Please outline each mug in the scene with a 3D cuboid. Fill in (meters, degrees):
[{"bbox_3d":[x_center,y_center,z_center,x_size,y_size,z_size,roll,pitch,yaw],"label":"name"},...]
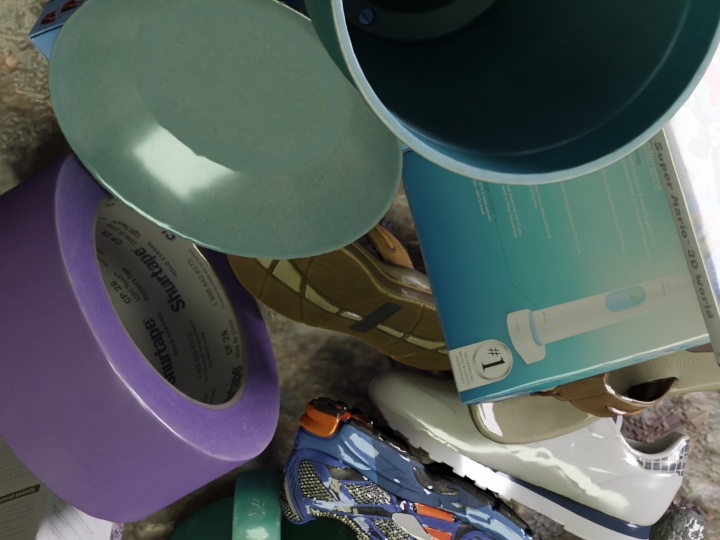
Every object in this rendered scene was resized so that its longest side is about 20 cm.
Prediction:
[{"bbox_3d":[-0.052,0.204,1.801,0.152,0.115,0.185,29,123,-17],"label":"mug"}]

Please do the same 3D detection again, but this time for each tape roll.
[{"bbox_3d":[-0.138,0.035,1.623,0.085,0.200,0.200,-30,120,24],"label":"tape roll"}]

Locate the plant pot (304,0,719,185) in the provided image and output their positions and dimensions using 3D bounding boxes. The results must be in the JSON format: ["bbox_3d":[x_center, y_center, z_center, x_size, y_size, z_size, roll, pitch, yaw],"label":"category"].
[{"bbox_3d":[0.053,-0.158,1.404,0.199,0.188,0.201,-4,105,-17],"label":"plant pot"}]

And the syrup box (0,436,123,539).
[{"bbox_3d":[-0.193,0.143,1.707,0.081,0.200,0.079,-20,124,19],"label":"syrup box"}]

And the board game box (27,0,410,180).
[{"bbox_3d":[-0.062,-0.111,1.578,0.199,0.037,0.151,-17,126,35],"label":"board game box"}]

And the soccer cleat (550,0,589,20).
[{"bbox_3d":[0.189,-0.139,1.529,0.199,0.077,0.067,3,129,-20],"label":"soccer cleat"}]

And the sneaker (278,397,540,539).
[{"bbox_3d":[0.034,0.153,1.730,0.200,0.075,0.079,32,95,-14],"label":"sneaker"}]

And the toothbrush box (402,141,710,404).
[{"bbox_3d":[0.139,-0.021,1.594,0.199,0.085,0.147,-18,84,16],"label":"toothbrush box"}]

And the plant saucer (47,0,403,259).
[{"bbox_3d":[-0.068,-0.090,1.546,0.200,0.039,0.202,13,138,12],"label":"plant saucer"}]

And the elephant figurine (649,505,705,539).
[{"bbox_3d":[0.128,0.251,1.776,0.199,0.141,0.156,-15,92,13],"label":"elephant figurine"}]

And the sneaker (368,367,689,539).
[{"bbox_3d":[0.101,0.096,1.747,0.199,0.076,0.081,24,102,-10],"label":"sneaker"}]

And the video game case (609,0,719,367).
[{"bbox_3d":[0.214,-0.068,1.500,0.018,0.143,0.201,0,111,58],"label":"video game case"}]

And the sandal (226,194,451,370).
[{"bbox_3d":[0.000,0.000,1.683,0.200,0.054,0.080,26,141,-35],"label":"sandal"}]

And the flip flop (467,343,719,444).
[{"bbox_3d":[0.159,0.053,1.685,0.199,0.058,0.082,-10,99,1],"label":"flip flop"}]
